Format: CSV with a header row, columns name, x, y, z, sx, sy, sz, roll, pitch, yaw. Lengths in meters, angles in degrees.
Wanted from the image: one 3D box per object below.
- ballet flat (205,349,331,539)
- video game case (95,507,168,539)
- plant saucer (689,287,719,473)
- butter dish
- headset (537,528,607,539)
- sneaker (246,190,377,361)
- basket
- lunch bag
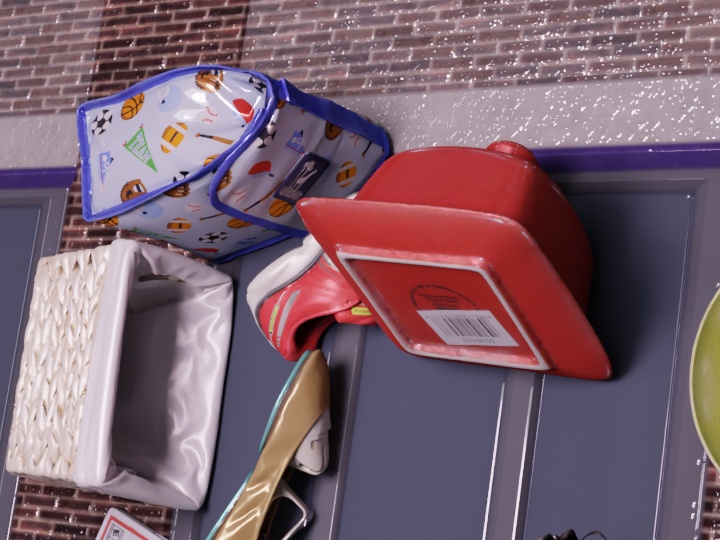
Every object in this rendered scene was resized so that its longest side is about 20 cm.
name,x,y,z,sx,sy,sz,roll,pitch,yaw
ballet flat,-0.059,0.160,1.552,0.063,0.069,0.201,29,97,10
video game case,-0.164,0.298,1.604,0.199,0.017,0.144,26,92,38
plant saucer,0.315,0.069,1.316,0.198,0.031,0.202,-12,70,34
butter dish,0.088,-0.028,1.437,0.198,0.200,0.149,5,56,36
headset,0.182,0.262,1.315,0.123,0.094,0.201,-37,69,21
sneaker,0.000,0.000,1.550,0.200,0.077,0.085,-41,67,27
basket,-0.199,0.088,1.619,0.122,0.135,0.202,-3,74,37
lunch bag,-0.099,-0.089,1.575,0.199,0.169,0.125,-19,69,30
